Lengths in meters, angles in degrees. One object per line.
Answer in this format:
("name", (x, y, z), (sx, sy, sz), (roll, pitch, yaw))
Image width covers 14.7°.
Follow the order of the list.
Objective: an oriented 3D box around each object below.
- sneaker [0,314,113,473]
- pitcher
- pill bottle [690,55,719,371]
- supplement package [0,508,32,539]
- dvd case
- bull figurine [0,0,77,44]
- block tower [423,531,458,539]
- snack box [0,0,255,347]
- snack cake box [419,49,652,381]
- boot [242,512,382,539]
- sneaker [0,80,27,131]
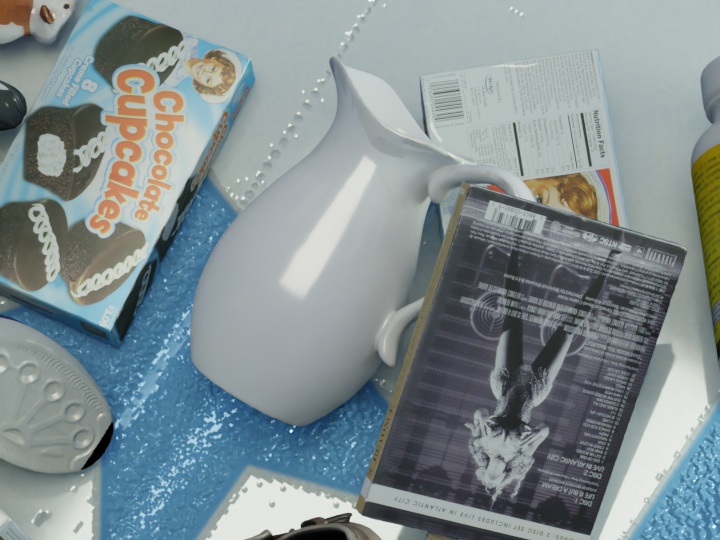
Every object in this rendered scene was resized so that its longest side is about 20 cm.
("sneaker", (-0.250, 0.038, 1.710), (0.081, 0.199, 0.146), (-56, 30, 8))
("pitcher", (0.000, 0.000, 1.655), (0.171, 0.121, 0.201), (35, 98, 30))
("pill bottle", (0.258, -0.031, 1.674), (0.112, 0.113, 0.201), (-7, 70, 2))
("supplement package", (-0.294, 0.136, 1.635), (0.200, 0.156, 0.111), (42, 80, 16))
("dvd case", (0.094, 0.062, 1.615), (0.148, 0.016, 0.201), (15, 97, -23))
("bull figurine", (-0.279, -0.190, 1.787), (0.199, 0.065, 0.122), (-12, 89, 5))
("block tower", (0.004, 0.246, 1.628), (0.058, 0.054, 0.200), (37, 78, 16))
("snack box", (-0.160, -0.065, 1.759), (0.116, 0.037, 0.201), (23, 74, 11))
("snack cake box", (0.106, -0.026, 1.709), (0.114, 0.067, 0.201), (-8, 70, 0))
("boot", (-0.078, 0.195, 1.603), (0.199, 0.146, 0.071), (-25, 72, -4))
("sneaker", (-0.303, -0.071, 1.762), (0.199, 0.074, 0.085), (-12, 76, 10))
